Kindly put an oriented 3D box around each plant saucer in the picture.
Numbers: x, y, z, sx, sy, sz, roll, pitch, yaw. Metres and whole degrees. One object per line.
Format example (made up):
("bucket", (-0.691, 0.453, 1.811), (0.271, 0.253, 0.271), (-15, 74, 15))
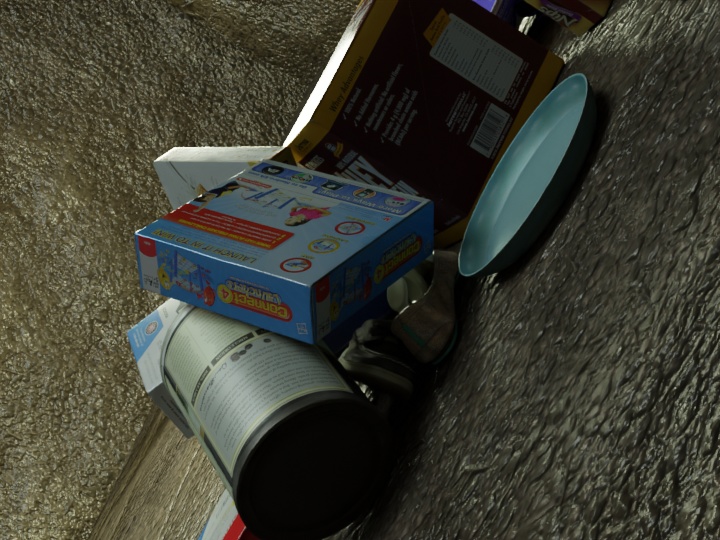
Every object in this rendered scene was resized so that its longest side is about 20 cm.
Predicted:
("plant saucer", (0.149, -0.077, 1.240), (0.202, 0.027, 0.200), (-59, 10, 16))

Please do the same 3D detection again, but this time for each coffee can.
("coffee can", (-0.077, 0.119, 1.252), (0.147, 0.145, 0.200), (-57, 39, 13))

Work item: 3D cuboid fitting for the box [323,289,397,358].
("box", (-0.034, 0.082, 1.466), (0.199, 0.032, 0.121), (-36, -7, -38))

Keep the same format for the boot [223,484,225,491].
("boot", (-0.102, 0.142, 1.596), (0.200, 0.076, 0.157), (-52, 36, 44))

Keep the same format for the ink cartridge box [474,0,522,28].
("ink cartridge box", (0.158, -0.312, 1.604), (0.200, 0.043, 0.200), (78, -145, -72))

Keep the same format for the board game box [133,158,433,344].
("board game box", (-0.066, -0.024, 1.288), (0.195, 0.198, 0.057), (-35, -48, -46))

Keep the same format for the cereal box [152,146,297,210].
("cereal box", (-0.124, -0.059, 1.506), (0.198, 0.145, 0.039), (4, 33, 47))

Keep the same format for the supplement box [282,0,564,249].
("supplement box", (0.060, -0.164, 1.434), (0.199, 0.198, 0.133), (-62, 10, -15))

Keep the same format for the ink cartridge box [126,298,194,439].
("ink cartridge box", (-0.148, 0.068, 1.585), (0.199, 0.086, 0.147), (-38, 31, 1))

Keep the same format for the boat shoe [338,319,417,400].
("boat shoe", (0.019, 0.077, 1.335), (0.200, 0.071, 0.066), (168, 127, -85))

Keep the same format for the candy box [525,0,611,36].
("candy box", (0.217, -0.349, 1.408), (0.202, 0.116, 0.056), (-65, 11, -21))

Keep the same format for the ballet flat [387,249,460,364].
("ballet flat", (0.056, 0.016, 1.326), (0.068, 0.067, 0.200), (-53, 11, 17))

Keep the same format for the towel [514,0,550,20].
("towel", (0.246, -0.375, 1.553), (0.202, 0.049, 0.147), (-65, 14, -17))

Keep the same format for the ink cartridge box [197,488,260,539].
("ink cartridge box", (-0.122, 0.291, 1.444), (0.117, 0.067, 0.200), (-61, 10, 1))
